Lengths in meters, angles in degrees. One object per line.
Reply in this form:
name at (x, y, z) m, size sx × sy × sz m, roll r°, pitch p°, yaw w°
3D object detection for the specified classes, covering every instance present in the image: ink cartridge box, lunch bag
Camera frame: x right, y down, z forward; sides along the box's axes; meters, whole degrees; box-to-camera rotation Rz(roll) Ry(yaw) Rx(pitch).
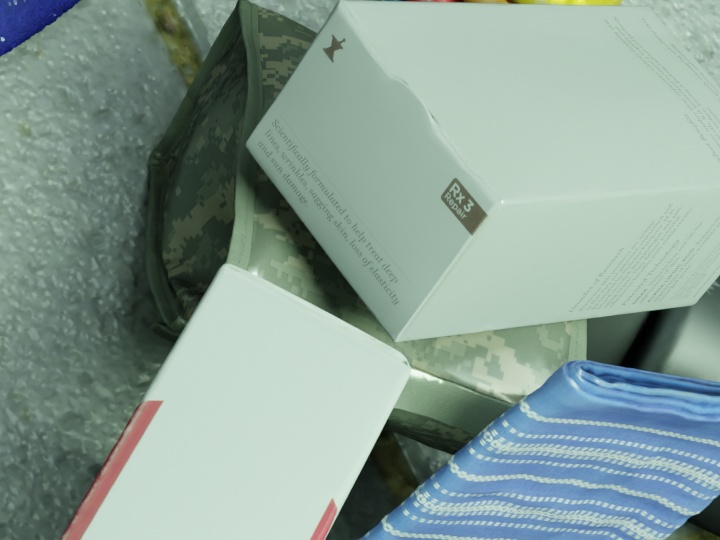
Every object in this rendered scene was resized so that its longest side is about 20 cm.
ink cartridge box at (-0.068, 0.114, 1.002) m, size 0.083 × 0.200 × 0.145 m, roll 28°, pitch 57°, yaw 0°
lunch bag at (0.000, 0.000, 1.107) m, size 0.164 × 0.118 × 0.200 m, roll 23°, pitch 28°, yaw -17°

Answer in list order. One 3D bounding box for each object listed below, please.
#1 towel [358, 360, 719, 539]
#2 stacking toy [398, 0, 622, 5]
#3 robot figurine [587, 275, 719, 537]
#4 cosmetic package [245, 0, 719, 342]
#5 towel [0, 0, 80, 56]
towel at (0.074, 0.104, 1.071) m, size 0.145 × 0.200 × 0.024 m, roll 11°, pitch 47°, yaw -40°
stacking toy at (0.099, -0.162, 1.219) m, size 0.110 × 0.200 × 0.116 m, roll 22°, pitch 60°, yaw -18°
robot figurine at (0.169, 0.054, 1.195) m, size 0.200 × 0.125 × 0.150 m, roll 26°, pitch 52°, yaw -11°
cosmetic package at (0.067, -0.043, 1.046) m, size 0.200 × 0.081 × 0.113 m, roll -5°, pitch 50°, yaw -46°
towel at (-0.220, -0.137, 1.135) m, size 0.200 × 0.050 × 0.148 m, roll -38°, pitch 96°, yaw -36°
